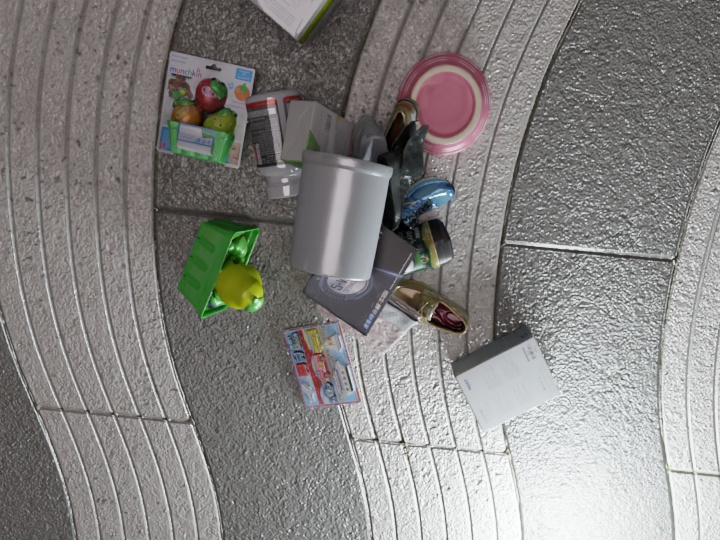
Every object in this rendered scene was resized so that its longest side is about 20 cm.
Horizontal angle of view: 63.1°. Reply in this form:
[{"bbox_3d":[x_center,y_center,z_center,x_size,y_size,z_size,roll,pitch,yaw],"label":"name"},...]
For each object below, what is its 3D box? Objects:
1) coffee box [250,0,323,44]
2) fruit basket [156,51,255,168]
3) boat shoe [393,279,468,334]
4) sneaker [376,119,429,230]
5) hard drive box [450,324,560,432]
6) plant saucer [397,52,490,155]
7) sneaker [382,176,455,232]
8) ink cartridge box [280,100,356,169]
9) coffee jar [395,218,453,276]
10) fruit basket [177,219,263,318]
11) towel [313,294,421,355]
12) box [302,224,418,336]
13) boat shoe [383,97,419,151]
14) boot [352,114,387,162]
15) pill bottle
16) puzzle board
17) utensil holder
[{"bbox_3d":[-0.123,-0.566,1.079,0.198,0.198,0.201,38,105,-9],"label":"coffee box"},{"bbox_3d":[-0.320,-0.328,1.202,0.180,0.094,0.206,12,101,-1],"label":"fruit basket"},{"bbox_3d":[0.155,0.082,1.303,0.195,0.067,0.076,23,104,-4],"label":"boat shoe"},{"bbox_3d":[0.086,-0.181,1.147,0.103,0.060,0.204,-28,133,-26],"label":"sneaker"},{"bbox_3d":[0.328,0.246,1.335,0.196,0.077,0.159,-27,102,8],"label":"hard drive box"},{"bbox_3d":[0.172,-0.339,1.204,0.194,0.051,0.207,1,105,2],"label":"plant saucer"},{"bbox_3d":[0.111,-0.120,1.231,0.196,0.092,0.079,-26,138,14],"label":"sneaker"},{"bbox_3d":[-0.068,-0.250,1.180,0.066,0.198,0.121,10,89,32],"label":"ink cartridge box"},{"bbox_3d":[0.098,-0.040,1.254,0.194,0.105,0.087,-17,120,5],"label":"coffee jar"},{"bbox_3d":[-0.271,0.011,1.252,0.209,0.155,0.223,2,99,15],"label":"fruit basket"},{"bbox_3d":[0.011,0.092,1.278,0.198,0.033,0.191,35,141,-5],"label":"towel"},{"bbox_3d":[0.000,0.000,1.168,0.158,0.044,0.203,33,96,3],"label":"box"},{"bbox_3d":[0.069,-0.245,1.198,0.073,0.069,0.205,17,123,15],"label":"boat shoe"},{"bbox_3d":[0.015,-0.210,1.193,0.071,0.097,0.204,0,132,-12],"label":"boot"},{"bbox_3d":[-0.164,-0.257,1.202,0.112,0.116,0.206,-7,104,4],"label":"pill bottle"},{"bbox_3d":[-0.090,0.221,1.352,0.147,0.017,0.206,-10,105,21],"label":"puzzle board"},{"bbox_3d":[-0.040,-0.100,1.059,0.165,0.170,0.206,11,97,-1],"label":"utensil holder"}]
